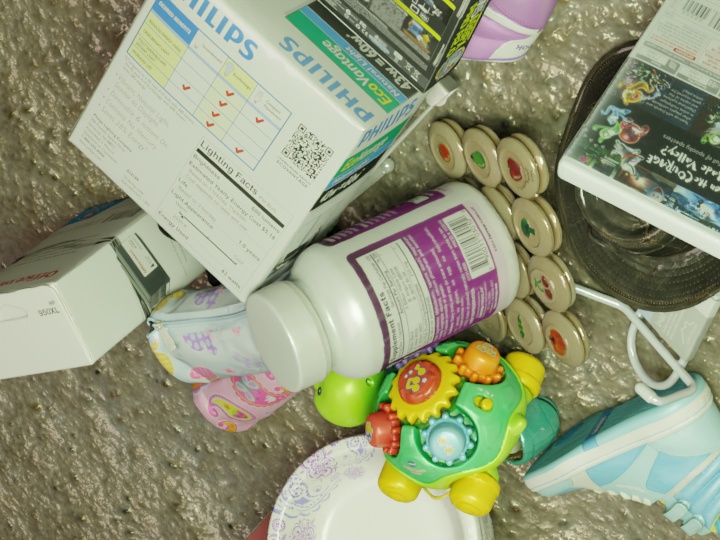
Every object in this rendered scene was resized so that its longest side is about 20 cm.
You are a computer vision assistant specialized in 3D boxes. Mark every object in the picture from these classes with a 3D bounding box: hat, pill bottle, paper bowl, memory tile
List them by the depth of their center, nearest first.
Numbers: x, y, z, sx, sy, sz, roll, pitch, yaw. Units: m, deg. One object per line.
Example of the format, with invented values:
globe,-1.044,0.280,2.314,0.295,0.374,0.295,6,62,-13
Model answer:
hat,0.195,-0.072,1.193,0.200,0.081,0.202,-2,87,43
pill bottle,0.016,0.017,1.308,0.112,0.199,0.113,49,153,36
memory tile,0.115,-0.022,1.335,0.153,0.017,0.201,23,135,57
paper bowl,0.023,0.250,1.523,0.199,0.104,0.202,-3,81,17

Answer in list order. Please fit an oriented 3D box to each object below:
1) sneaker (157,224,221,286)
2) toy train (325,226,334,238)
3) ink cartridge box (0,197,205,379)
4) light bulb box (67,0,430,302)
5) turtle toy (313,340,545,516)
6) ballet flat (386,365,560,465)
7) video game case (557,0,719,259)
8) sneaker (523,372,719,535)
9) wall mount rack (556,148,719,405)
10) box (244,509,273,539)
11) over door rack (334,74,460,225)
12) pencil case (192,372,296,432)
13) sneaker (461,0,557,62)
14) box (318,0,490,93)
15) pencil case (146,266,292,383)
sneaker,-0.149,-0.074,1.480,0.071,0.083,0.200,-18,107,40
toy train,0.000,0.000,1.445,0.199,0.056,0.042,25,130,18
ink cartridge box,-0.246,0.010,1.519,0.144,0.200,0.085,-11,111,39
light bulb box,-0.085,-0.123,1.290,0.198,0.125,0.200,42,127,6
turtle toy,0.050,0.112,1.386,0.199,0.146,0.101,4,150,38
ballet flat,0.074,0.125,1.466,0.199,0.070,0.068,11,124,29
video game case,0.262,-0.090,1.132,0.199,0.182,0.023,29,155,15
sneaker,0.235,0.178,1.387,0.200,0.080,0.131,-32,97,44
wall mount rack,0.212,0.000,1.295,0.174,0.074,0.201,51,139,35
box,-0.025,0.334,1.643,0.199,0.109,0.128,27,130,17
over door rack,-0.021,-0.141,1.364,0.148,0.067,0.200,45,128,2
pencil case,-0.071,0.077,1.527,0.088,0.087,0.200,50,132,-4
sneaker,0.048,-0.225,1.259,0.200,0.073,0.115,34,135,11
box,0.007,-0.242,1.188,0.200,0.044,0.160,43,149,9
pencil case,-0.098,0.045,1.427,0.090,0.084,0.199,30,154,-34
